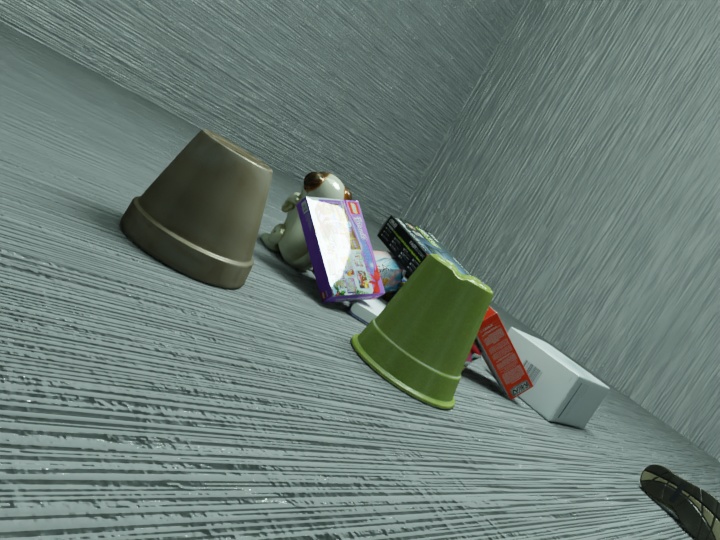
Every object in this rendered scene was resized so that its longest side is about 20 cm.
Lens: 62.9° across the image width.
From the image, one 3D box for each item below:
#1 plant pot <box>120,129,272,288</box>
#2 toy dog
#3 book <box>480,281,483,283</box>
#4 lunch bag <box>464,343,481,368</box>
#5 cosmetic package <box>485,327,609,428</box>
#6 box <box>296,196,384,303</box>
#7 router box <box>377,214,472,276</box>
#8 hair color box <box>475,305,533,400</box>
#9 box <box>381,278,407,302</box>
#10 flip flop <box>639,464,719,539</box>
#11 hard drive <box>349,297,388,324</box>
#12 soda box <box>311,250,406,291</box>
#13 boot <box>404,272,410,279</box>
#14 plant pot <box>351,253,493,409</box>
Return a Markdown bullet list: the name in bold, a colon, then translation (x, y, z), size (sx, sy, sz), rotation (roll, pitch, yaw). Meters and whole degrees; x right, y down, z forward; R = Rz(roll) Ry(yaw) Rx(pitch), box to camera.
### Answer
- **plant pot**: translation (-0.218, -0.099, 0.862), size (0.198, 0.175, 0.200), rotation (31, 8, -5)
- **toy dog**: translation (-0.108, -0.114, 1.244), size (0.138, 0.202, 0.194), rotation (28, 8, -12)
- **book**: translation (0.282, 0.112, 1.456), size (0.047, 0.136, 0.200), rotation (-2, -11, 4)
- **lunch bag**: translation (0.178, 0.129, 1.251), size (0.176, 0.082, 0.200), rotation (47, 7, -14)
- **cosmetic package**: translation (0.437, 0.251, 1.377), size (0.199, 0.124, 0.199), rotation (25, 11, -46)
- **box**: translation (-0.038, -0.040, 1.131), size (0.135, 0.039, 0.203), rotation (-1, 68, -42)
- **router box**: translation (0.145, -0.029, 1.306), size (0.149, 0.062, 0.201), rotation (20, 23, -41)
- **hair color box**: translation (0.281, 0.160, 1.233), size (0.202, 0.061, 0.102), rotation (60, 1, -23)
- **box**: translation (0.053, 0.037, 1.429), size (0.070, 0.065, 0.199), rotation (34, 9, 22)
- **flip flop**: translation (0.612, 0.441, 1.103), size (0.058, 0.081, 0.200), rotation (43, -2, -23)
- **hard drive**: translation (0.043, 0.090, 1.211), size (0.131, 0.026, 0.200), rotation (32, 8, -2)
- **soda box**: translation (0.000, 0.000, 1.239), size (0.198, 0.064, 0.069), rotation (1, 37, -39)
- **boot**: translation (0.141, 0.001, 1.449), size (0.137, 0.079, 0.199), rotation (20, 2, -42)
- **plant pot**: translation (0.114, 0.082, 0.949), size (0.198, 0.192, 0.200), rotation (30, 8, -4)
